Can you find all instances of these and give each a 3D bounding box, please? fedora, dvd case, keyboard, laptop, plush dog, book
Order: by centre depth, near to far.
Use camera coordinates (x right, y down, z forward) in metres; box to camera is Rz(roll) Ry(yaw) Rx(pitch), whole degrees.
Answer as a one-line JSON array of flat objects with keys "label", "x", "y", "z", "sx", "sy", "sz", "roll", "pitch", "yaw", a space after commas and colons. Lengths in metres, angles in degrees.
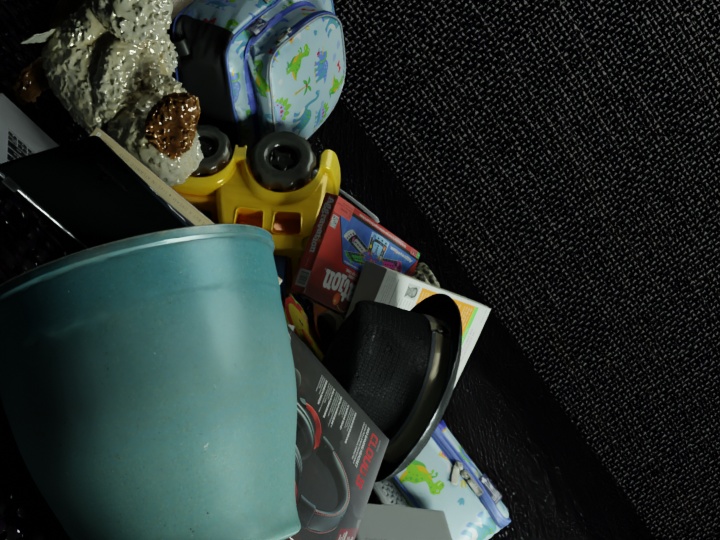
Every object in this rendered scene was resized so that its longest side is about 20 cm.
[{"label": "laptop", "x": -0.212, "y": -0.074, "z": 0.931, "sx": 0.187, "sy": 0.115, "sz": 0.201, "roll": 48, "pitch": 14, "yaw": -38}, {"label": "dvd case", "x": -0.163, "y": -0.045, "z": 0.955, "sx": 0.199, "sy": 0.016, "sz": 0.149, "roll": 40, "pitch": -12, "yaw": -10}, {"label": "plush dog", "x": -0.215, "y": -0.154, "z": 1.001, "sx": 0.172, "sy": 0.160, "sz": 0.200, "roll": 51, "pitch": -11, "yaw": 1}, {"label": "fedora", "x": 0.016, "y": 0.095, "z": 1.010, "sx": 0.091, "sy": 0.202, "sz": 0.201, "roll": 27, "pitch": 20, "yaw": -15}, {"label": "keyboard", "x": 0.044, "y": 0.255, "z": 1.114, "sx": 0.201, "sy": 0.011, "sz": 0.056, "roll": 57, "pitch": 11, "yaw": 5}, {"label": "book", "x": 0.052, "y": 0.078, "z": 1.170, "sx": 0.048, "sy": 0.135, "sz": 0.199, "roll": 22, "pitch": 2, "yaw": 38}]

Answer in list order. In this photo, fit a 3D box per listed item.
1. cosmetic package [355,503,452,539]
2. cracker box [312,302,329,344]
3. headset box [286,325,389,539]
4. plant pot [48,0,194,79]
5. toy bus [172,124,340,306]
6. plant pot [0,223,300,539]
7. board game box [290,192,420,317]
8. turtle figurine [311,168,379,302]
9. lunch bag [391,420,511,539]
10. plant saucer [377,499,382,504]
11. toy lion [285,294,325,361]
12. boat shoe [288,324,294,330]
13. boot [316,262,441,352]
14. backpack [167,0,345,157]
[{"label": "cosmetic package", "x": 0.041, "y": 0.303, "z": 0.944, "sx": 0.100, "sy": 0.072, "sz": 0.201, "roll": 9, "pitch": 30, "yaw": -15}, {"label": "cracker box", "x": 0.002, "y": 0.112, "z": 1.364, "sx": 0.134, "sy": 0.057, "sz": 0.202, "roll": -101, "pitch": 166, "yaw": -66}, {"label": "headset box", "x": -0.065, "y": 0.153, "z": 0.872, "sx": 0.201, "sy": 0.074, "sz": 0.150, "roll": 51, "pitch": 42, "yaw": -26}, {"label": "plant pot", "x": -0.252, "y": -0.273, "z": 1.194, "sx": 0.201, "sy": 0.199, "sz": 0.174, "roll": 53, "pitch": 27, "yaw": -11}, {"label": "toy bus", "x": -0.128, "y": -0.035, "z": 1.121, "sx": 0.136, "sy": 0.197, "sz": 0.195, "roll": 97, "pitch": 0, "yaw": -62}, {"label": "plant pot", "x": -0.125, "y": 0.095, "z": 0.680, "sx": 0.200, "sy": 0.197, "sz": 0.191, "roll": 15, "pitch": 56, "yaw": -73}, {"label": "board game box", "x": 0.000, "y": 0.000, "z": 1.126, "sx": 0.019, "sy": 0.104, "sz": 0.200, "roll": 17, "pitch": -7, "yaw": 31}, {"label": "turtle figurine", "x": -0.084, "y": -0.074, "z": 1.402, "sx": 0.201, "sy": 0.143, "sz": 0.193, "roll": 57, "pitch": 15, "yaw": 25}, {"label": "lunch bag", "x": 0.079, "y": 0.218, "z": 1.136, "sx": 0.161, "sy": 0.082, "sz": 0.200, "roll": 51, "pitch": -4, "yaw": 9}, {"label": "plant saucer", "x": 0.078, "y": 0.359, "z": 1.113, "sx": 0.200, "sy": 0.048, "sz": 0.201, "roll": 49, "pitch": 13, "yaw": -31}, {"label": "toy lion", "x": -0.071, "y": 0.095, "z": 1.216, "sx": 0.192, "sy": 0.068, "sz": 0.201, "roll": 55, "pitch": 9, "yaw": -49}, {"label": "boat shoe", "x": -0.112, "y": 0.108, "z": 0.989, "sx": 0.059, "sy": 0.077, "sz": 0.200, "roll": 17, "pitch": 25, "yaw": 2}, {"label": "boot", "x": 0.049, "y": 0.107, "z": 1.262, "sx": 0.073, "sy": 0.153, "sz": 0.206, "roll": 19, "pitch": -44, "yaw": 61}, {"label": "backpack", "x": -0.098, "y": -0.234, "z": 1.180, "sx": 0.145, "sy": 0.201, "sz": 0.184, "roll": 21, "pitch": -37, "yaw": 21}]
